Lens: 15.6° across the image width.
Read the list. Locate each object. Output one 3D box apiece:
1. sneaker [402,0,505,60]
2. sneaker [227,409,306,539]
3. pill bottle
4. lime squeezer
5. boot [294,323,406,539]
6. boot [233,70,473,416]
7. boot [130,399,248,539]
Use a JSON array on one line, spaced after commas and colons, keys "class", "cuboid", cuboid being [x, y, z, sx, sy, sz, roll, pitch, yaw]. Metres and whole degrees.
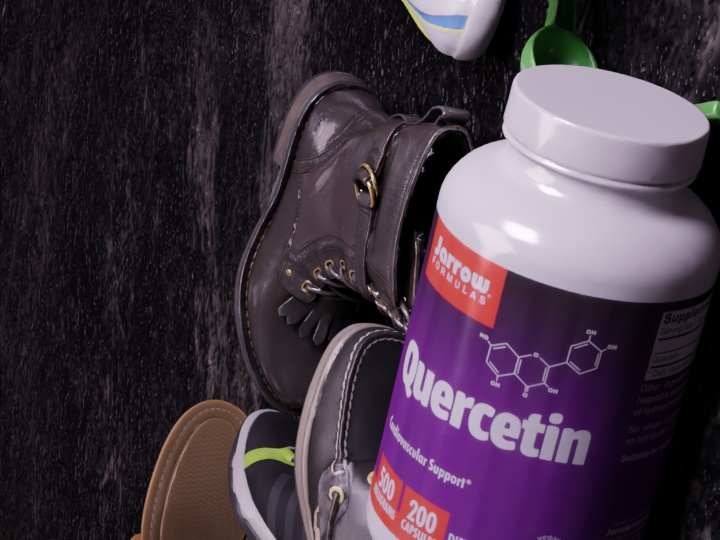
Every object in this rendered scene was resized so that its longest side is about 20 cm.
[{"class": "sneaker", "cuboid": [0.003, -0.172, 1.275, 0.201, 0.104, 0.076, -109, 30, -50]}, {"class": "sneaker", "cuboid": [-0.005, 0.130, 1.321, 0.083, 0.071, 0.201, -52, 38, 24]}, {"class": "pill bottle", "cuboid": [0.073, 0.028, 1.020, 0.113, 0.112, 0.201, -123, 41, -60]}, {"class": "lime squeezer", "cuboid": [0.103, -0.087, 1.097, 0.071, 0.038, 0.200, -45, 33, 15]}, {"class": "boot", "cuboid": [0.031, 0.121, 1.164, 0.150, 0.073, 0.202, -9, 72, 60]}, {"class": "boot", "cuboid": [0.000, 0.000, 1.307, 0.174, 0.069, 0.202, -139, 54, -63]}, {"class": "boot", "cuboid": [-0.113, 0.170, 1.588, 0.155, 0.073, 0.202, -164, 82, -74]}]
